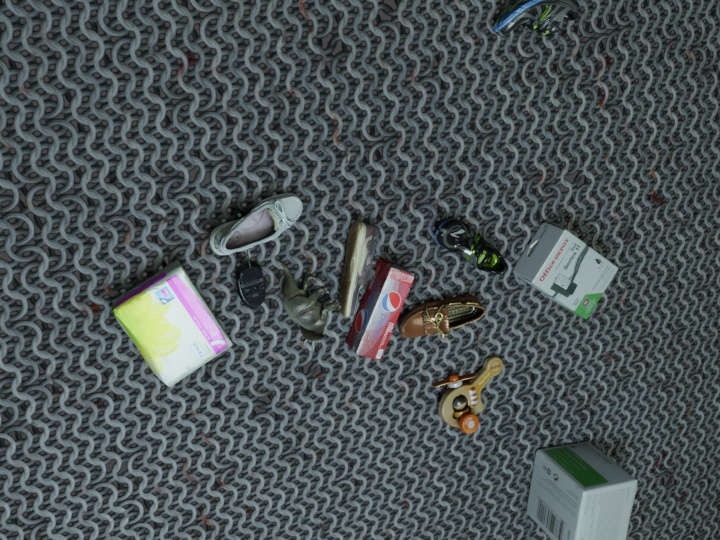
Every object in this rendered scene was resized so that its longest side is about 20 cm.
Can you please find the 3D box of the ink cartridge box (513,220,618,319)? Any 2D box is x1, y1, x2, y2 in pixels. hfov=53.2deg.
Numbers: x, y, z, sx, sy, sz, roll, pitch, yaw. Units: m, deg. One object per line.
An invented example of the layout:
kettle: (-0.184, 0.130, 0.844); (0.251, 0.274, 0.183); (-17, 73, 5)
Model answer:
ink cartridge box: (0.473, -0.001, 1.658); (0.200, 0.083, 0.147); (29, 94, -27)

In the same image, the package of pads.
package of pads: (-0.357, 0.104, 1.357); (0.154, 0.068, 0.200); (-33, 116, -10)

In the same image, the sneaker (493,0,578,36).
sneaker: (0.359, -0.507, 1.439); (0.199, 0.071, 0.083); (-23, 109, -17)

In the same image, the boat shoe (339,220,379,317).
boat shoe: (0.000, 0.000, 1.470); (0.064, 0.072, 0.201); (5, 99, -19)

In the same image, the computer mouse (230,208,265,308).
computer mouse: (-0.223, -0.023, 1.395); (0.058, 0.034, 0.201); (-15, 106, -32)

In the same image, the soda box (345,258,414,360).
soda box: (0.040, 0.082, 1.513); (0.063, 0.070, 0.201); (18, 100, -26)

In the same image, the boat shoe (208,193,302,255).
boat shoe: (-0.186, -0.085, 1.351); (0.201, 0.065, 0.075); (-28, 112, -28)

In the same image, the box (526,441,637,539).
box: (0.556, 0.575, 1.820); (0.171, 0.199, 0.201); (-2, 108, -22)

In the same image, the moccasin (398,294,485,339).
moccasin: (0.179, 0.108, 1.575); (0.200, 0.078, 0.074); (-9, 111, -20)

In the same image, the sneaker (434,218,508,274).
sneaker: (0.244, -0.049, 1.547); (0.199, 0.083, 0.071); (30, 94, -28)

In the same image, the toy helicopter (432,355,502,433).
toy helicopter: (0.255, 0.271, 1.678); (0.200, 0.079, 0.132); (-46, 110, -15)

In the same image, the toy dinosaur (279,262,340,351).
toy dinosaur: (-0.108, 0.073, 1.447); (0.102, 0.077, 0.200); (-43, 121, -12)
